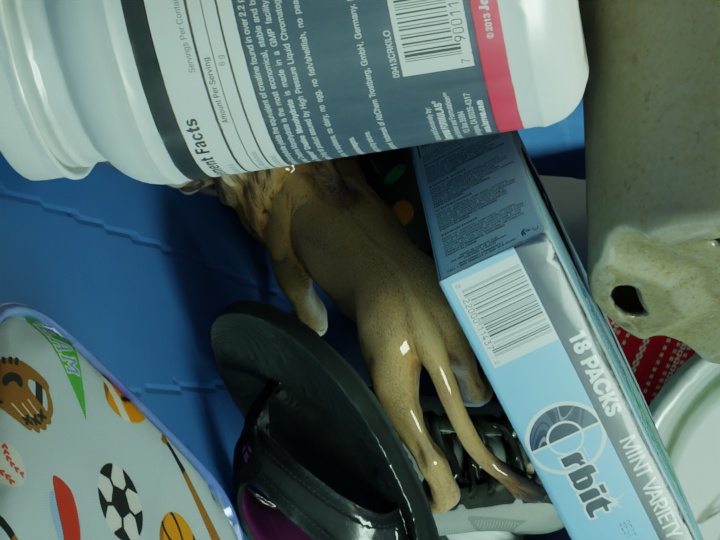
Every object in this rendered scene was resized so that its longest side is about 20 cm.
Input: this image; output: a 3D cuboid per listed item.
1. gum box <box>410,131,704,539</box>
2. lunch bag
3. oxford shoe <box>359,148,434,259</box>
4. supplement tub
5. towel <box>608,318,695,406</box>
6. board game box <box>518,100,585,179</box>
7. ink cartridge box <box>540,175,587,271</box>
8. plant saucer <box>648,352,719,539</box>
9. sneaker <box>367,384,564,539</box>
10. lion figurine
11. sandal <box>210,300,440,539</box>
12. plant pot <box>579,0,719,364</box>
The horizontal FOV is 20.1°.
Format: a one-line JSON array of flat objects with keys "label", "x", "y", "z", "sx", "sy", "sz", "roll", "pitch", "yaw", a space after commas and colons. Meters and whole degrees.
[{"label": "gum box", "x": 0.075, "y": 0.025, "z": 0.799, "sx": 0.170, "sy": 0.044, "sz": 0.200, "roll": 62, "pitch": 8, "yaw": -22}, {"label": "lunch bag", "x": -0.092, "y": 0.122, "z": 0.572, "sx": 0.160, "sy": 0.075, "sz": 0.201, "roll": 53, "pitch": 27, "yaw": -39}, {"label": "oxford shoe", "x": -0.009, "y": -0.045, "z": 0.912, "sx": 0.200, "sy": 0.073, "sz": 0.084, "roll": 37, "pitch": 0, "yaw": -34}, {"label": "supplement tub", "x": -0.028, "y": -0.106, "z": 0.701, "sx": 0.140, "sy": 0.199, "sz": 0.141, "roll": -8, "pitch": 90, "yaw": -82}, {"label": "towel", "x": 0.186, "y": 0.032, "z": 0.969, "sx": 0.199, "sy": 0.145, "sz": 0.022, "roll": 21, "pitch": 11, "yaw": -32}, {"label": "board game box", "x": 0.098, "y": -0.081, "z": 0.944, "sx": 0.158, "sy": 0.199, "sz": 0.039, "roll": 53, "pitch": 44, "yaw": -75}, {"label": "ink cartridge box", "x": 0.155, "y": 0.055, "z": 1.069, "sx": 0.200, "sy": 0.084, "sz": 0.145, "roll": 56, "pitch": -13, "yaw": -28}, {"label": "plant saucer", "x": 0.191, "y": 0.097, "z": 0.956, "sx": 0.200, "sy": 0.200, "sz": 0.050, "roll": 53, "pitch": -7, "yaw": -33}, {"label": "sneaker", "x": 0.047, "y": 0.084, "z": 0.899, "sx": 0.200, "sy": 0.079, "sz": 0.074, "roll": 17, "pitch": 58, "yaw": -60}, {"label": "lion figurine", "x": 0.000, "y": 0.000, "z": 0.790, "sx": 0.200, "sy": 0.072, "sz": 0.123, "roll": 39, "pitch": -24, "yaw": 37}, {"label": "sandal", "x": -0.007, "y": 0.105, "z": 0.780, "sx": 0.048, "sy": 0.075, "sz": 0.201, "roll": -36, "pitch": 107, "yaw": -39}, {"label": "plant pot", "x": 0.159, "y": -0.070, "z": 0.752, "sx": 0.200, "sy": 0.200, "sz": 0.184, "roll": 39, "pitch": 52, "yaw": -49}]
